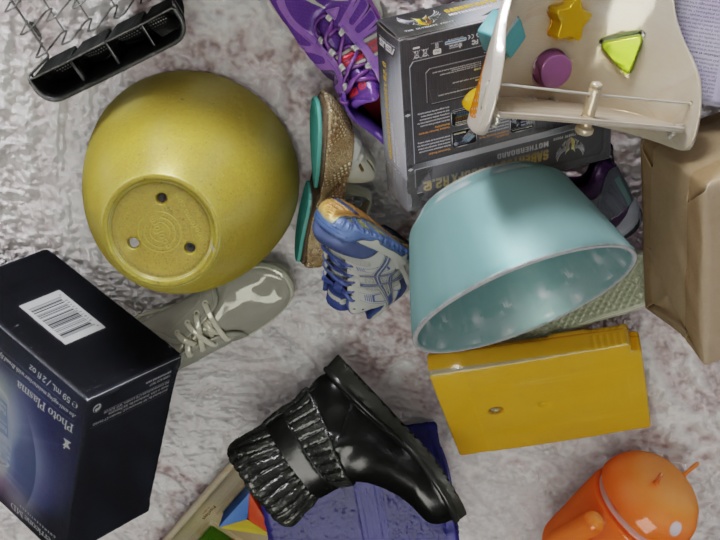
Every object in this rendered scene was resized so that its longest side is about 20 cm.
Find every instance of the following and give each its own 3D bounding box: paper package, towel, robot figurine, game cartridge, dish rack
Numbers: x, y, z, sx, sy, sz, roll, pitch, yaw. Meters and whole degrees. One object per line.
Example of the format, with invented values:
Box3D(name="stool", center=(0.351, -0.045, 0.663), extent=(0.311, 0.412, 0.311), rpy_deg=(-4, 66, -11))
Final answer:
Box3D(name="paper package", center=(0.352, -0.044, 1.195), extent=(0.199, 0.104, 0.192), rpy_deg=(-18, 123, -14))
Box3D(name="towel", center=(-0.002, 0.241, 1.446), extent=(0.198, 0.050, 0.149), rpy_deg=(-10, 96, 2))
Box3D(name="robot figurine", center=(0.265, 0.265, 1.426), extent=(0.143, 0.117, 0.200), rpy_deg=(29, 119, -14))
Box3D(name="game cartridge", center=(0.177, 0.117, 1.353), extent=(0.198, 0.033, 0.177), rpy_deg=(-10, 145, 8))
Box3D(name="dish rack", center=(-0.252, -0.258, 1.169), extent=(0.153, 0.055, 0.201), rpy_deg=(-23, 118, 16))

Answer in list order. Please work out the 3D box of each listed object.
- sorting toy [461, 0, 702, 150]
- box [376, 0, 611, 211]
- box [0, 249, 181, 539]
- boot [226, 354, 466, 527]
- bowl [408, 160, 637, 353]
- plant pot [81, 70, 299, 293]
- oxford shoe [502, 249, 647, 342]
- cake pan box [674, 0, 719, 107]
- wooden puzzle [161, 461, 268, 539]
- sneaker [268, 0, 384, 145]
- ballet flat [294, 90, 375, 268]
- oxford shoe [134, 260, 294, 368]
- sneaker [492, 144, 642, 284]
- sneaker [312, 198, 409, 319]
Box3D(name="sorting toy", center=(0.173, -0.197, 1.084), extent=(0.199, 0.107, 0.181), rpy_deg=(2, 110, -26))
Box3D(name="box", center=(0.116, -0.150, 1.170), extent=(0.199, 0.048, 0.159), rpy_deg=(-16, 124, -16))
Box3D(name="box", center=(-0.291, 0.125, 1.322), extent=(0.200, 0.123, 0.199), rpy_deg=(34, 127, 27))
Box3D(name="boot", center=(-0.014, 0.207, 1.374), extent=(0.158, 0.079, 0.211), rpy_deg=(-43, 80, -4))
Box3D(name="bowl", center=(0.120, -0.019, 1.169), extent=(0.199, 0.106, 0.201), rpy_deg=(-18, 160, -7))
Box3D(name="plant pot", center=(-0.160, -0.060, 1.217), extent=(0.198, 0.142, 0.201), rpy_deg=(2, 112, 4))
Box3D(name="oxford shoe", center=(0.193, 0.023, 1.314), extent=(0.199, 0.058, 0.076), rpy_deg=(-14, 93, 20))
Box3D(name="cake pan box", center=(0.326, -0.218, 1.104), extent=(0.199, 0.052, 0.186), rpy_deg=(12, 111, 20))
Box3D(name="wooden puzzle", center=(-0.102, 0.308, 1.520), extent=(0.199, 0.046, 0.185), rpy_deg=(32, 119, -16))
Box3D(name="sneaker", center=(-0.004, -0.182, 1.182), extent=(0.080, 0.084, 0.200), rpy_deg=(-34, 114, 22))
Box3D(name="ballet flat", center=(-0.020, -0.081, 1.252), extent=(0.065, 0.071, 0.201), rpy_deg=(1, 140, -9))
Box3D(name="oxford shoe", center=(-0.152, 0.053, 1.348), extent=(0.199, 0.058, 0.075), rpy_deg=(-24, 115, 16))
Box3D(name="sneaker", center=(0.152, -0.046, 1.275), extent=(0.199, 0.074, 0.088), rpy_deg=(-22, 105, 6))
Box3D(name="sneaker", center=(0.000, 0.000, 1.235), extent=(0.075, 0.200, 0.088), rpy_deg=(42, 95, 25))
